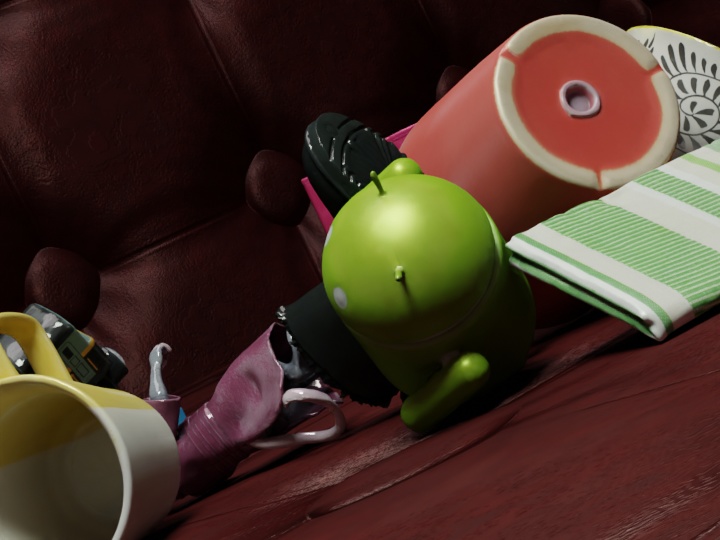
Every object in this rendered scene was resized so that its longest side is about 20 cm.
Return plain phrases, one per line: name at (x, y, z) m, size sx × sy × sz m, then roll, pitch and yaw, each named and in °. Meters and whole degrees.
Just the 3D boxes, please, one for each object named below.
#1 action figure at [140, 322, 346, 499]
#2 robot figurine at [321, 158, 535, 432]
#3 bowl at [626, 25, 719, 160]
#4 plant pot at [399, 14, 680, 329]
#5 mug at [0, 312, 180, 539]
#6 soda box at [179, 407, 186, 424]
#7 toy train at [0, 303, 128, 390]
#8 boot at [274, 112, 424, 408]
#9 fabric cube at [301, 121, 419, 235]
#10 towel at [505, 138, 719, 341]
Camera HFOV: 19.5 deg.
action figure at (-0.101, 0.131, 1.615) m, size 0.200 × 0.134 × 0.149 m, roll -38°, pitch 43°, yaw 7°
robot figurine at (0.045, 0.013, 1.357) m, size 0.115 × 0.176 × 0.200 m, roll -21°, pitch -30°, yaw 9°
bowl at (0.267, -0.095, 1.627) m, size 0.094 × 0.200 × 0.201 m, roll -57°, pitch 7°, yaw -8°
plant pot at (0.135, -0.083, 1.537) m, size 0.200 × 0.201 × 0.177 m, roll -27°, pitch -16°, yaw -26°
mug at (-0.199, 0.126, 1.481) m, size 0.149 × 0.187 × 0.153 m, roll 4°, pitch 2°, yaw 18°
soda box at (-0.215, 0.182, 1.717) m, size 0.068 × 0.064 × 0.200 m, roll -25°, pitch 3°, yaw 39°
toy train at (-0.263, 0.120, 1.583) m, size 0.200 × 0.114 × 0.085 m, roll -48°, pitch 40°, yaw -16°
boot at (0.000, -0.001, 1.495) m, size 0.162 × 0.198 × 0.073 m, roll -42°, pitch 17°, yaw 35°
fabric cube at (0.083, -0.049, 2.084) m, size 0.200 × 0.200 × 0.196 m, roll -26°, pitch 1°, yaw 10°
towel at (0.212, -0.025, 1.311) m, size 0.200 × 0.023 × 0.152 m, roll -25°, pitch 32°, yaw -27°
